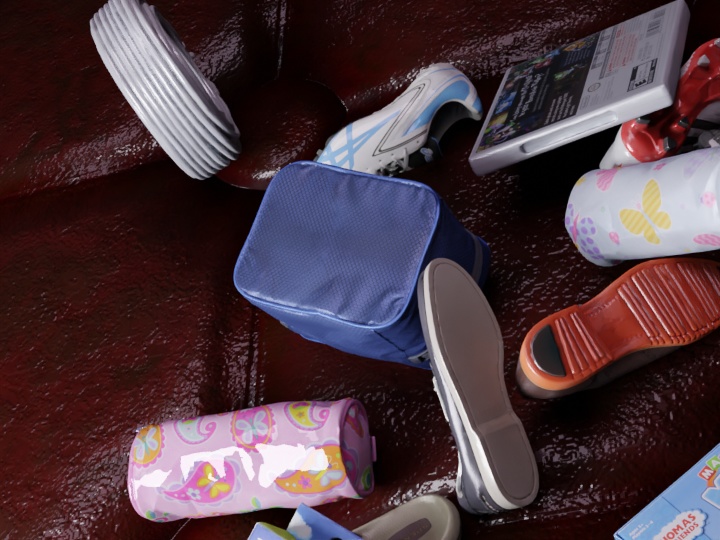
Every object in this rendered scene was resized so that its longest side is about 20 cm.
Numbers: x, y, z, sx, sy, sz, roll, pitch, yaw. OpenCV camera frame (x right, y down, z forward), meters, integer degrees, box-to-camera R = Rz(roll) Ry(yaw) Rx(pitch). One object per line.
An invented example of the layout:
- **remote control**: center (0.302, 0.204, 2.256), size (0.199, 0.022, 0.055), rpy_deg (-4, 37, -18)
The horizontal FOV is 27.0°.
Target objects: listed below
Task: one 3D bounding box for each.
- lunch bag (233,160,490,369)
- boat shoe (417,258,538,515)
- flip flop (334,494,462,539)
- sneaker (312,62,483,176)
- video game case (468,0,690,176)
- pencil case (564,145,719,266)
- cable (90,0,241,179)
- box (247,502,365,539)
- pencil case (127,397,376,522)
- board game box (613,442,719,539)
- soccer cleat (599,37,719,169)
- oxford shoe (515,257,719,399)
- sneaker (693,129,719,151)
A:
- **lunch bag**: center (0.000, 0.000, 1.271), size (0.200, 0.132, 0.136), rpy_deg (15, 75, 33)
- **boat shoe**: center (0.074, 0.091, 1.151), size (0.063, 0.073, 0.200), rpy_deg (-30, 72, 45)
- **flip flop**: center (-0.014, 0.229, 1.128), size (0.200, 0.058, 0.081), rpy_deg (-33, 45, -4)
- **sneaker**: center (0.027, -0.113, 1.399), size (0.200, 0.072, 0.072), rpy_deg (-39, 66, -2)
- **video game case**: center (0.196, -0.162, 1.318), size (0.182, 0.023, 0.200), rpy_deg (-19, 23, 26)
- **pencil case**: center (0.253, -0.053, 1.174), size (0.091, 0.083, 0.200), rpy_deg (-19, 5, -35)
- **cable**: center (-0.192, -0.183, 1.469), size (0.069, 0.200, 0.200), rpy_deg (-34, 47, 3)
- **box**: center (-0.055, 0.275, 1.065), size (0.122, 0.048, 0.200), rpy_deg (25, 85, 31)
- **pencil case**: center (-0.089, 0.154, 1.214), size (0.200, 0.087, 0.088), rpy_deg (-11, 48, 18)
- **board game box**: center (0.295, 0.199, 1.019), size (0.151, 0.037, 0.200), rpy_deg (-38, 47, -9)
- **soccer cleat**: center (0.283, -0.140, 1.299), size (0.200, 0.085, 0.069), rpy_deg (-37, 85, -30)
- **oxford shoe**: center (0.207, 0.046, 1.173), size (0.200, 0.073, 0.071), rpy_deg (-18, 68, -17)
- **sneaker**: center (0.355, -0.062, 1.199), size (0.090, 0.067, 0.200), rpy_deg (-35, 49, -10)
